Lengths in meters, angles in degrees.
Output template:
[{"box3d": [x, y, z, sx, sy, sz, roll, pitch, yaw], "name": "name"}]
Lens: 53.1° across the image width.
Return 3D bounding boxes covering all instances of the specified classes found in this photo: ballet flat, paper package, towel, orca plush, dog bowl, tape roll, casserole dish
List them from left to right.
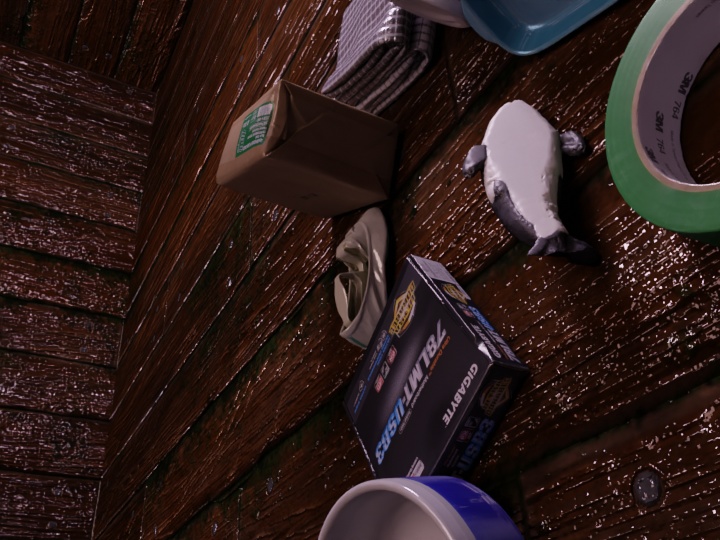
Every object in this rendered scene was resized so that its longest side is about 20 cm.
[{"box3d": [-0.073, -0.152, 0.970, 0.200, 0.189, 0.105, -8, 70, 62], "name": "paper package"}, {"box3d": [0.000, 0.000, 0.885, 0.069, 0.069, 0.202, -42, 41, 49], "name": "ballet flat"}, {"box3d": [0.026, -0.321, 0.978, 0.200, 0.085, 0.167, -29, 51, 57], "name": "towel"}, {"box3d": [0.047, 0.270, 0.577, 0.199, 0.078, 0.202, -13, 73, 49], "name": "dog bowl"}, {"box3d": [0.156, -0.065, 0.629, 0.104, 0.071, 0.201, -24, 44, 1], "name": "orca plush"}, {"box3d": [0.167, -0.274, 0.641, 0.039, 0.121, 0.200, -52, 14, -26], "name": "casserole dish"}, {"box3d": [0.246, -0.117, 0.457, 0.200, 0.048, 0.202, -41, 42, 50], "name": "tape roll"}]

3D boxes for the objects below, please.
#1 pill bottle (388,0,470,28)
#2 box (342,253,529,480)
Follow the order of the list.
[{"box3d": [0.107, -0.390, 0.806, 0.120, 0.119, 0.202, 41, 114, 62], "name": "pill bottle"}, {"box3d": [0.061, 0.117, 0.720, 0.201, 0.049, 0.199, -66, 26, 21], "name": "box"}]
